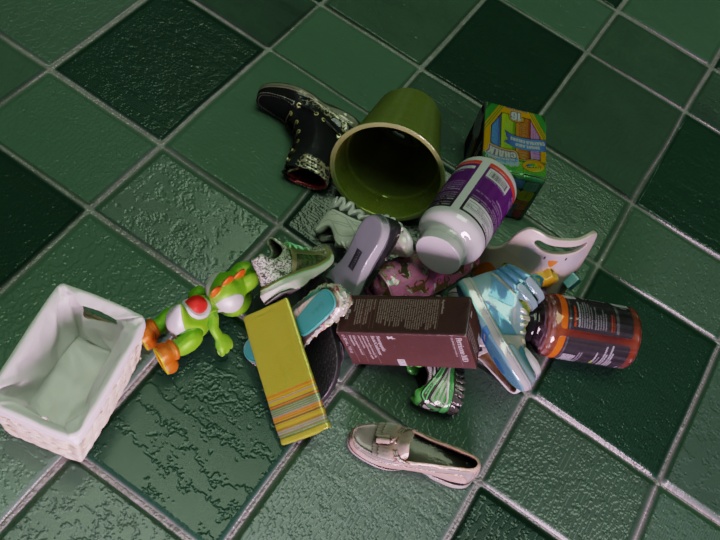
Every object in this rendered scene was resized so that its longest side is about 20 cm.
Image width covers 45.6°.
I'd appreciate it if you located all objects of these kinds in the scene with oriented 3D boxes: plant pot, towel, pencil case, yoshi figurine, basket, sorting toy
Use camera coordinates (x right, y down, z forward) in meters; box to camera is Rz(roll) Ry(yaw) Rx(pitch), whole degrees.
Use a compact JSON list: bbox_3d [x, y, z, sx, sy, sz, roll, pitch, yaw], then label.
[{"bbox_3d":[0.065,-0.221,1.504,0.200,0.200,0.190,21,43,-1],"label":"plant pot"},{"bbox_3d":[-0.108,0.148,1.253,0.018,0.086,0.200,4,65,-64],"label":"towel"},{"bbox_3d":[0.102,-0.001,1.423,0.200,0.086,0.083,-28,113,-27],"label":"pencil case"},{"bbox_3d":[-0.233,0.068,1.297,0.200,0.112,0.113,-39,112,-18],"label":"yoshi figurine"},{"bbox_3d":[-0.397,0.144,1.174,0.135,0.123,0.200,23,55,0],"label":"basket"},{"bbox_3d":[0.302,-0.017,1.426,0.199,0.180,0.107,3,58,-13],"label":"sorting toy"}]

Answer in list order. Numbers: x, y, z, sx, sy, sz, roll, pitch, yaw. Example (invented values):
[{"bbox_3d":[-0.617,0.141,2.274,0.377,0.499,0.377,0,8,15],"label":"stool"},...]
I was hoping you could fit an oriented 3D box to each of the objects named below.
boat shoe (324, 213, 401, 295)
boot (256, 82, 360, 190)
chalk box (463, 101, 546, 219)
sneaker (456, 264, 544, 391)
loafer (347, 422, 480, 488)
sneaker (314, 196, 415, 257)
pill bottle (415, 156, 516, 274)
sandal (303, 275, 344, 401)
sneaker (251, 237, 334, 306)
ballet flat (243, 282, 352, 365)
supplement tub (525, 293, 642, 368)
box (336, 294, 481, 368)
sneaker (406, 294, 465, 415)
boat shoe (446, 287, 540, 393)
[{"bbox_3d":[0.000,0.000,1.345,0.057,0.200,0.069,4,37,-47],"label":"boat shoe"},{"bbox_3d":[-0.114,-0.240,1.518,0.203,0.074,0.154,24,59,2],"label":"boot"},{"bbox_3d":[0.259,-0.181,1.550,0.124,0.125,0.200,12,58,-7],"label":"chalk box"},{"bbox_3d":[0.248,0.077,1.327,0.130,0.080,0.200,-26,73,-7],"label":"sneaker"},{"bbox_3d":[0.082,0.263,1.264,0.200,0.063,0.072,18,57,-4],"label":"loafer"},{"bbox_3d":[0.007,-0.054,1.408,0.200,0.075,0.081,23,59,41],"label":"sneaker"},{"bbox_3d":[0.167,-0.087,1.379,0.112,0.113,0.200,33,54,6],"label":"pill bottle"},{"bbox_3d":[-0.050,0.106,1.321,0.048,0.075,0.201,22,59,-43],"label":"sandal"},{"bbox_3d":[-0.106,-0.020,1.335,0.089,0.077,0.200,61,26,-7],"label":"sneaker"},{"bbox_3d":[-0.087,0.085,1.284,0.064,0.200,0.076,-4,65,-60],"label":"ballet flat"},{"bbox_3d":[0.352,0.096,1.413,0.199,0.107,0.107,10,57,-9],"label":"supplement tub"},{"bbox_3d":[0.074,0.092,1.291,0.199,0.100,0.075,-1,54,18],"label":"box"},{"bbox_3d":[0.118,0.125,1.351,0.085,0.078,0.200,9,58,-9],"label":"sneaker"},{"bbox_3d":[0.201,0.115,1.388,0.070,0.071,0.200,-34,79,-32],"label":"boat shoe"}]
